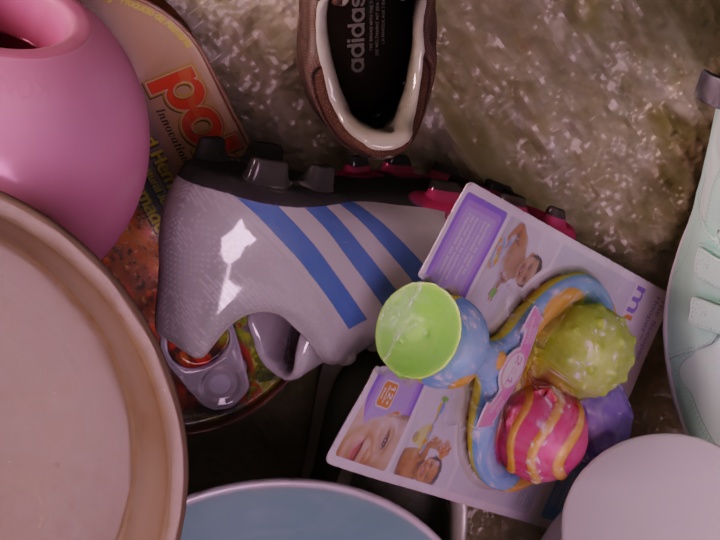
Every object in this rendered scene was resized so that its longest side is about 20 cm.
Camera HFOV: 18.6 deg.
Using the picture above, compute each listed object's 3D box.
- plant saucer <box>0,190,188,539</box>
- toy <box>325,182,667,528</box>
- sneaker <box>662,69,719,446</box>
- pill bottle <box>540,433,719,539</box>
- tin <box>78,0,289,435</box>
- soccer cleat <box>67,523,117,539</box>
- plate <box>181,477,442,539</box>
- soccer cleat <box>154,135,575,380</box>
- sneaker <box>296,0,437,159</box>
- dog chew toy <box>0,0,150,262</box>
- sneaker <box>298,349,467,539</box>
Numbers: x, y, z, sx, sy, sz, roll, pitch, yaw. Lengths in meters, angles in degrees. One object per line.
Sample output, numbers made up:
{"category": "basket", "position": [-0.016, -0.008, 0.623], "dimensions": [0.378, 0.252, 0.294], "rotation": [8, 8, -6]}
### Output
{"category": "plant saucer", "position": [-0.155, 0.063, 0.706], "dimensions": [0.198, 0.029, 0.202], "rotation": [-2, 103, -7]}
{"category": "toy", "position": [0.074, 0.047, 0.868], "dimensions": [0.200, 0.047, 0.116], "rotation": [24, 93, -54]}
{"category": "sneaker", "position": [0.157, -0.003, 0.866], "dimensions": [0.073, 0.118, 0.203], "rotation": [5, 97, 10]}
{"category": "pill bottle", "position": [0.126, 0.155, 0.922], "dimensions": [0.112, 0.113, 0.201], "rotation": [-16, 144, -5]}
{"category": "tin", "position": [-0.091, -0.026, 0.869], "dimensions": [0.111, 0.042, 0.201], "rotation": [-24, 117, 3]}
{"category": "soccer cleat", "position": [-0.154, 0.119, 0.799], "dimensions": [0.199, 0.067, 0.082], "rotation": [-15, 90, 27]}
{"category": "plate", "position": [-0.046, 0.167, 0.872], "dimensions": [0.198, 0.026, 0.202], "rotation": [-7, 115, -15]}
{"category": "soccer cleat", "position": [0.000, 0.000, 0.859], "dimensions": [0.199, 0.070, 0.087], "rotation": [5, 104, -41]}
{"category": "sneaker", "position": [0.006, -0.138, 0.816], "dimensions": [0.070, 0.076, 0.202], "rotation": [-10, 117, -8]}
{"category": "dog chew toy", "position": [-0.146, -0.005, 0.785], "dimensions": [0.123, 0.125, 0.201], "rotation": [7, 123, -16]}
{"category": "sneaker", "position": [0.006, 0.127, 0.933], "dimensions": [0.066, 0.090, 0.202], "rotation": [0, 115, -14]}
